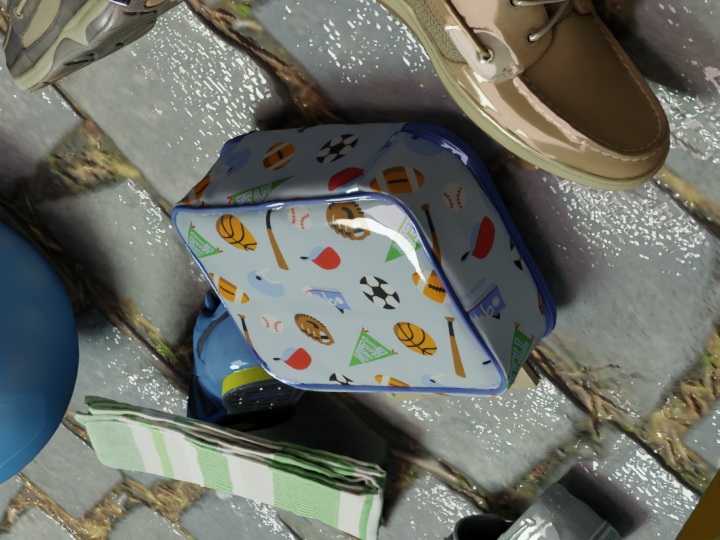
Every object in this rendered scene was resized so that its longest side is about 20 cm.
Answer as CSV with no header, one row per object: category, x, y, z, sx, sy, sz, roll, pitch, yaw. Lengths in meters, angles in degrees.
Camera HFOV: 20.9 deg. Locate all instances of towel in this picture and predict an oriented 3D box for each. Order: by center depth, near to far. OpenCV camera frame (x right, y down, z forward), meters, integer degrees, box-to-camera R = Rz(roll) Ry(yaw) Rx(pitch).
towel,-0.081,0.131,1.270,0.199,0.024,0.153,14,161,5

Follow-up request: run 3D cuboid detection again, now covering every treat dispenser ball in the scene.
treat dispenser ball,-0.290,0.056,1.310,0.200,0.201,0.201,27,146,20

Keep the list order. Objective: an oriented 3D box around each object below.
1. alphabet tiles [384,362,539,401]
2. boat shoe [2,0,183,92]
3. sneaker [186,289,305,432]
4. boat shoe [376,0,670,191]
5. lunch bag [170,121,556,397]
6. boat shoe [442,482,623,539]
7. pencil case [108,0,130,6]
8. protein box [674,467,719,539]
alphabet tiles,0.014,0.009,1.118,0.200,0.006,0.167,-11,122,52
boat shoe,-0.149,-0.151,1.035,0.074,0.074,0.200,62,152,-5
sneaker,-0.076,0.057,1.235,0.200,0.066,0.079,124,135,-70
boat shoe,0.062,-0.116,0.849,0.200,0.071,0.065,42,148,1
lunch bag,0.000,0.000,1.046,0.199,0.076,0.161,1,133,45
boat shoe,0.087,0.179,1.204,0.072,0.070,0.201,51,144,3
pencil case,-0.051,-0.184,0.822,0.093,0.091,0.200,24,154,-25
protein box,0.212,0.188,0.946,0.135,0.199,0.200,28,146,19
